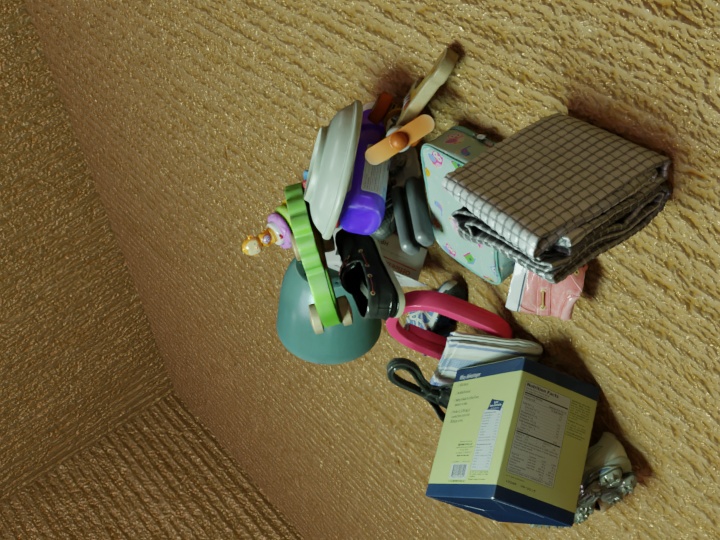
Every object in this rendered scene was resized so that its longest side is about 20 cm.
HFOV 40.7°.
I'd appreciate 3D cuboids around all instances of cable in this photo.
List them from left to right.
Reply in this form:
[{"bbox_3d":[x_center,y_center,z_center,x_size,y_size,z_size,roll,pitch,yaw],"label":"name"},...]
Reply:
[{"bbox_3d":[0.118,0.188,1.529,0.199,0.051,0.097,25,130,-17],"label":"cable"}]

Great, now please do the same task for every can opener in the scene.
[{"bbox_3d":[0.077,-0.105,1.405,0.066,0.053,0.201,35,-146,-36],"label":"can opener"}]

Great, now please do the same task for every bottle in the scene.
[{"bbox_3d":[0.011,-0.153,1.408,0.065,0.201,0.084,11,148,-4],"label":"bottle"}]

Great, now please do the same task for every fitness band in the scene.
[{"bbox_3d":[0.137,0.090,1.492,0.199,0.038,0.144,21,146,-12],"label":"fitness band"}]

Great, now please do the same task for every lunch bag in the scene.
[{"bbox_3d":[0.156,-0.094,1.313,0.160,0.077,0.201,38,150,42],"label":"lunch bag"}]

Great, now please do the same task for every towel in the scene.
[{"bbox_3d":[0.191,0.151,1.513,0.200,0.146,0.024,102,175,-60],"label":"towel"},{"bbox_3d":[0.213,-0.078,1.059,0.165,0.199,0.086,38,151,41],"label":"towel"}]

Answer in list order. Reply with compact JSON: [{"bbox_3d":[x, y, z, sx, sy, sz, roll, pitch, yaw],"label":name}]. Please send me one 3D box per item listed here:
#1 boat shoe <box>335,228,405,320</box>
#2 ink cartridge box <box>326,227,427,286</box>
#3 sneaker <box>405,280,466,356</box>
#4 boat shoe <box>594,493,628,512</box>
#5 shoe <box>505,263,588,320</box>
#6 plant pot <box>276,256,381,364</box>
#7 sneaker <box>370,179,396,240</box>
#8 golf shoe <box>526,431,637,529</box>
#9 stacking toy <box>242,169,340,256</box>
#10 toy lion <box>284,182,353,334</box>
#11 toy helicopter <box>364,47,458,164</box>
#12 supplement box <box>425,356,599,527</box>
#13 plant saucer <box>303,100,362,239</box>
[{"bbox_3d":[0.001,-0.002,1.457,0.202,0.063,0.074,-119,34,-45],"label":"boat shoe"},{"bbox_3d":[0.029,-0.023,1.604,0.116,0.068,0.200,22,171,-25],"label":"ink cartridge box"},{"bbox_3d":[0.116,0.069,1.599,0.077,0.075,0.200,52,152,19],"label":"sneaker"},{"bbox_3d":[0.317,0.300,1.496,0.200,0.064,0.072,29,144,49],"label":"boat shoe"},{"bbox_3d":[0.247,-0.030,1.231,0.090,0.072,0.201,13,118,10],"label":"shoe"},{"bbox_3d":[-0.057,0.043,1.779,0.200,0.200,0.162,42,146,34],"label":"plant pot"},{"bbox_3d":[0.041,-0.093,1.501,0.080,0.073,0.200,57,-166,-23],"label":"sneaker"},{"bbox_3d":[0.313,0.310,1.422,0.078,0.098,0.200,31,128,-31],"label":"golf shoe"},{"bbox_3d":[-0.128,-0.084,1.742,0.110,0.199,0.117,32,145,47],"label":"stacking toy"},{"bbox_3d":[-0.071,-0.023,1.454,0.192,0.068,0.201,72,-177,-72],"label":"toy lion"},{"bbox_3d":[0.069,-0.216,1.293,0.079,0.133,0.200,30,140,-9],"label":"toy helicopter"},{"bbox_3d":[0.217,0.249,1.402,0.134,0.201,0.200,23,161,-18],"label":"supplement box"},{"bbox_3d":[-0.044,-0.146,1.369,0.050,0.201,0.200,14,156,-8],"label":"plant saucer"}]
